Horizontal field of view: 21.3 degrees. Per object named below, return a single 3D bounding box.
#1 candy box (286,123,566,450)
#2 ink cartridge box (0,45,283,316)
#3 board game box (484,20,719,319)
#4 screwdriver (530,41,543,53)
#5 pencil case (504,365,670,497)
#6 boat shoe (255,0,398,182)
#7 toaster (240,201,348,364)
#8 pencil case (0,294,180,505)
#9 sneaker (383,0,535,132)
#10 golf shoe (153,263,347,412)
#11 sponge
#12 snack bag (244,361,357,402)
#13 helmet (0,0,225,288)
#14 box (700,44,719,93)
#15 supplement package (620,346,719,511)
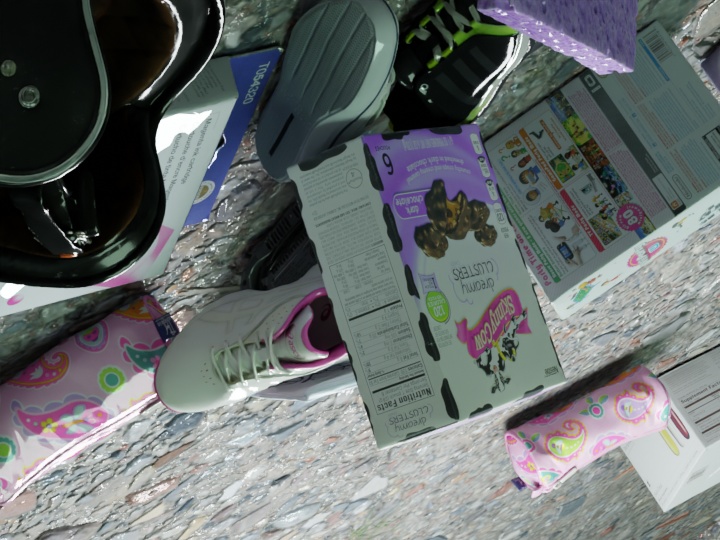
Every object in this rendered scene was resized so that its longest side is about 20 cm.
[{"bbox_3d":[0.049,0.007,1.328,0.071,0.202,0.167,-21,175,32],"label":"candy box"},{"bbox_3d":[-0.153,-0.057,1.281,0.198,0.044,0.197,-16,152,-32],"label":"ink cartridge box"},{"bbox_3d":[0.203,-0.080,1.551,0.199,0.148,0.064,-34,160,5],"label":"board game box"},{"bbox_3d":[0.177,-0.210,1.400,0.199,0.029,0.028,-32,158,13],"label":"screwdriver"},{"bbox_3d":[0.265,0.187,2.231,0.199,0.088,0.088,-26,157,-15],"label":"pencil case"},{"bbox_3d":[-0.012,-0.131,1.285,0.066,0.074,0.200,-23,169,-31],"label":"boat shoe"},{"bbox_3d":[0.000,0.000,1.498,0.129,0.114,0.200,-5,144,-51],"label":"toaster"},{"bbox_3d":[-0.218,0.099,1.456,0.199,0.088,0.088,-31,157,-1],"label":"pencil case"},{"bbox_3d":[0.062,-0.150,1.328,0.082,0.072,0.201,-21,155,-22],"label":"sneaker"},{"bbox_3d":[-0.065,0.049,1.376,0.199,0.076,0.092,-28,-171,8],"label":"golf shoe"},{"bbox_3d":[0.136,-0.205,1.270,0.030,0.113,0.199,0,173,31],"label":"sponge"},{"bbox_3d":[-0.024,0.074,1.600,0.187,0.022,0.199,-15,-172,-31],"label":"snack bag"},{"bbox_3d":[-0.171,-0.106,0.967,0.198,0.193,0.200,6,159,2],"label":"helmet"},{"bbox_3d":[0.430,-0.161,1.609,0.123,0.201,0.198,-3,143,-50],"label":"box"},{"bbox_3d":[0.446,0.196,2.463,0.155,0.111,0.201,-24,155,-20],"label":"supplement package"}]
